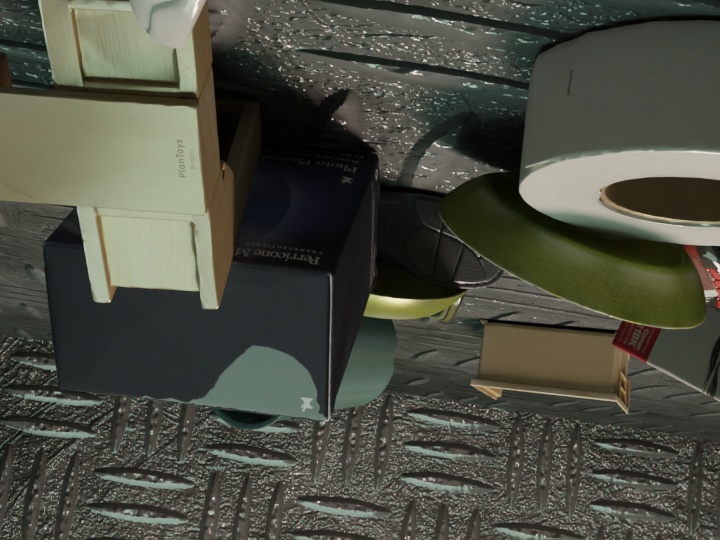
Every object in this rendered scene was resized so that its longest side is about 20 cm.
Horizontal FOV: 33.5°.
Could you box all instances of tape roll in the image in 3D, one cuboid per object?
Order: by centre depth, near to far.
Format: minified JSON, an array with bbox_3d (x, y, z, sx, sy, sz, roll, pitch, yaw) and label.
[{"bbox_3d":[0.191,-0.071,0.683,0.200,0.072,0.203,8,170,1],"label":"tape roll"}]

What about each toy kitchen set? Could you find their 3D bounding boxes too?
[{"bbox_3d":[-0.156,-0.112,0.722,0.161,0.181,0.202,4,130,4],"label":"toy kitchen set"}]

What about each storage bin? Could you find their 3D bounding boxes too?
[{"bbox_3d":[0.276,0.139,1.694,0.197,0.095,0.198,4,169,18],"label":"storage bin"}]

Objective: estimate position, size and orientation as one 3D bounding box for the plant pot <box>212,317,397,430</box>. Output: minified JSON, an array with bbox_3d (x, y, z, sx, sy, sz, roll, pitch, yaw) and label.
[{"bbox_3d":[-0.069,0.095,1.484,0.199,0.203,0.195,-2,174,41],"label":"plant pot"}]

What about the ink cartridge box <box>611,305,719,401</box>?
[{"bbox_3d":[0.377,0.091,1.198,0.199,0.085,0.144,28,-175,40],"label":"ink cartridge box"}]

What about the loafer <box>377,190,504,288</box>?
[{"bbox_3d":[0.031,-0.038,1.033,0.198,0.073,0.063,16,-172,-12],"label":"loafer"}]

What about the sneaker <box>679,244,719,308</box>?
[{"bbox_3d":[0.263,-0.010,0.955,0.097,0.072,0.200,1,169,20],"label":"sneaker"}]

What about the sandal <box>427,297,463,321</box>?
[{"bbox_3d":[0.066,0.008,1.205,0.057,0.081,0.201,25,166,-14],"label":"sandal"}]

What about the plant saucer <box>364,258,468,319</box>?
[{"bbox_3d":[0.000,0.000,1.069,0.197,0.031,0.200,12,-162,-4],"label":"plant saucer"}]

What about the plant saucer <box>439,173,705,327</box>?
[{"bbox_3d":[0.152,-0.023,0.832,0.198,0.031,0.200,19,-161,-7],"label":"plant saucer"}]

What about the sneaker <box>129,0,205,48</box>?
[{"bbox_3d":[-0.086,-0.158,0.466,0.088,0.076,0.200,21,162,-5],"label":"sneaker"}]

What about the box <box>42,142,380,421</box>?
[{"bbox_3d":[-0.097,-0.005,0.869,0.197,0.125,0.199,6,-150,7],"label":"box"}]
